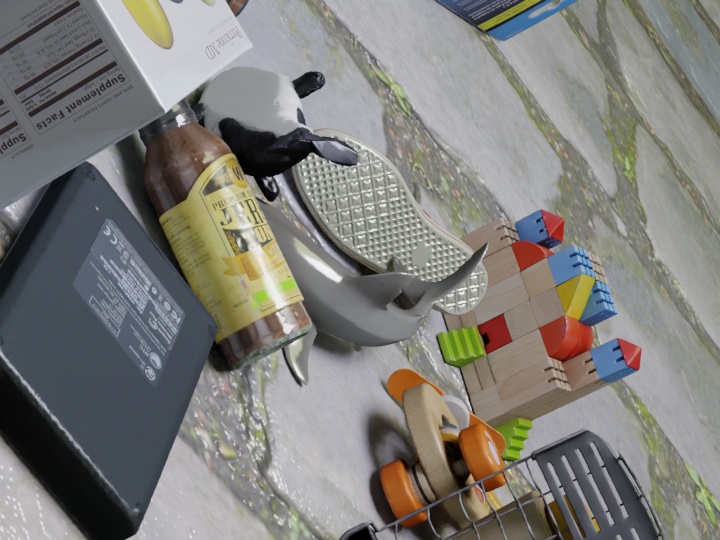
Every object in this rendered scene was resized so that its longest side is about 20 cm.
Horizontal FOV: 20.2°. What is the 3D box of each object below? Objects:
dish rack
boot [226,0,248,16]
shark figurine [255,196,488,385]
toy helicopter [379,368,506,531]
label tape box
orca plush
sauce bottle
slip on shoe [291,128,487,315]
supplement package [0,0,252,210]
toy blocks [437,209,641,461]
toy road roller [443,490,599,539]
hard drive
[{"bbox_3d":[0.100,0.199,1.300,0.154,0.199,0.055,64,3,4],"label":"dish rack"},{"bbox_3d":[-0.136,-0.283,1.457,0.097,0.074,0.201,19,51,-62],"label":"boot"},{"bbox_3d":[0.015,0.015,1.414,0.214,0.089,0.129,15,54,-45],"label":"shark figurine"},{"bbox_3d":[0.076,0.151,1.471,0.200,0.079,0.133,55,13,-44],"label":"toy helicopter"},{"bbox_3d":[0.145,-0.307,1.972,0.200,0.143,0.067,19,49,-58],"label":"label tape box"},{"bbox_3d":[-0.054,-0.083,1.364,0.200,0.105,0.071,20,-46,56],"label":"orca plush"},{"bbox_3d":[-0.098,-0.039,1.293,0.201,0.064,0.065,64,24,2],"label":"sauce bottle"},{"bbox_3d":[0.016,-0.037,1.541,0.200,0.074,0.061,40,-2,-32],"label":"slip on shoe"},{"bbox_3d":[-0.190,-0.159,1.119,0.201,0.150,0.152,59,23,-9],"label":"supplement package"},{"bbox_3d":[0.140,0.031,1.618,0.100,0.136,0.201,20,47,-57],"label":"toy blocks"},{"bbox_3d":[0.132,0.233,1.424,0.201,0.122,0.146,57,11,-21],"label":"toy road roller"},{"bbox_3d":[-0.150,0.042,1.140,0.140,0.033,0.200,54,25,-21],"label":"hard drive"}]
